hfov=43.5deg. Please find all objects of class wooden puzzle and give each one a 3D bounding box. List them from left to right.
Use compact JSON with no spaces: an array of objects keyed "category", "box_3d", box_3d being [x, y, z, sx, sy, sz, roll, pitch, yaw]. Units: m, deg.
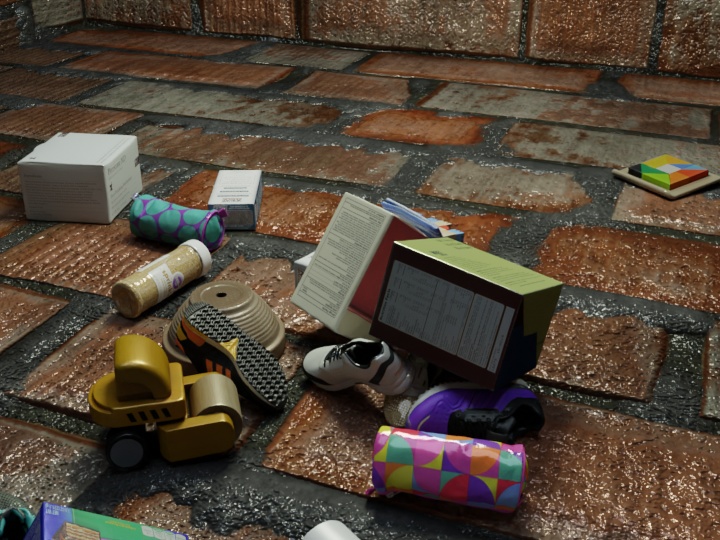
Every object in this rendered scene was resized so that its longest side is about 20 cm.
[{"category":"wooden puzzle","box_3d":[0.716,-0.226,2.099,0.196,0.038,0.184,-15,29,-27]}]

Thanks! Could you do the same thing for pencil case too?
[{"category":"pencil case","box_3d":[-0.366,-0.097,1.791,0.196,0.086,0.093,14,57,25]},{"category":"pencil case","box_3d":[0.107,0.245,1.105,0.195,0.090,0.089,4,26,13]}]

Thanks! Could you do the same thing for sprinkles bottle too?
[{"category":"sprinkles bottle","box_3d":[-0.348,0.012,1.590,0.067,0.070,0.199,14,30,27]}]

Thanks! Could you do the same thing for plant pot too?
[{"category":"plant pot","box_3d":[-0.218,0.080,1.426,0.195,0.095,0.202,-1,26,0]}]

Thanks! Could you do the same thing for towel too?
[{"category":"towel","box_3d":[0.107,-0.019,1.514,0.024,0.202,0.144,-38,42,-18]}]

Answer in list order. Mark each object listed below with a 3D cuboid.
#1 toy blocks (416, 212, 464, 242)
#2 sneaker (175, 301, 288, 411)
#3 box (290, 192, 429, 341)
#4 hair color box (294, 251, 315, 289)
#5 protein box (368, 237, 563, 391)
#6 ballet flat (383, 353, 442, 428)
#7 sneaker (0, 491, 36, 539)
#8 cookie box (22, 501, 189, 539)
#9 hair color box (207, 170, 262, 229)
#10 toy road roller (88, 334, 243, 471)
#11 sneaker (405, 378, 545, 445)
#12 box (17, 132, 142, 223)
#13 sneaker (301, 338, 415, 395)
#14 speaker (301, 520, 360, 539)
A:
[{"category":"toy blocks","box_3d":[0.120,-0.066,1.736,0.198,0.102,0.135,22,22,39]},{"category":"sneaker","box_3d":[-0.190,0.140,1.314,0.200,0.090,0.070,42,39,7]},{"category":"box","box_3d":[0.000,0.000,1.438,0.108,0.203,0.127,27,1,-45]},{"category":"hair color box","box_3d":[-0.012,0.020,1.581,0.197,0.062,0.098,19,32,33]},{"category":"protein box","box_3d":[0.151,0.053,1.271,0.197,0.138,0.197,23,14,25]},{"category":"ballet flat","box_3d":[0.080,0.151,1.308,0.069,0.067,0.201,11,29,13]},{"category":"sneaker","box_3d":[-0.381,0.291,0.998,0.076,0.093,0.199,-16,30,-32]},{"category":"cookie box","box_3d":[-0.237,0.330,0.861,0.169,0.076,0.200,23,16,-29]},{"category":"hair color box","box_3d":[-0.265,-0.153,1.933,0.097,0.062,0.201,-1,26,-1]},{"category":"toy road roller","box_3d":[-0.259,0.163,1.194,0.195,0.149,0.123,-6,27,-12]},{"category":"sneaker","box_3d":[0.160,0.200,1.205,0.195,0.071,0.100,-10,30,-18]},{"category":"box","box_3d":[-0.603,-0.204,1.959,0.195,0.134,0.200,3,27,7]},{"category":"sneaker","box_3d":[-0.014,0.126,1.292,0.197,0.080,0.075,-4,51,41]},{"category":"speaker","box_3d":[0.014,0.339,0.911,0.080,0.083,0.199,-19,32,-33]}]
